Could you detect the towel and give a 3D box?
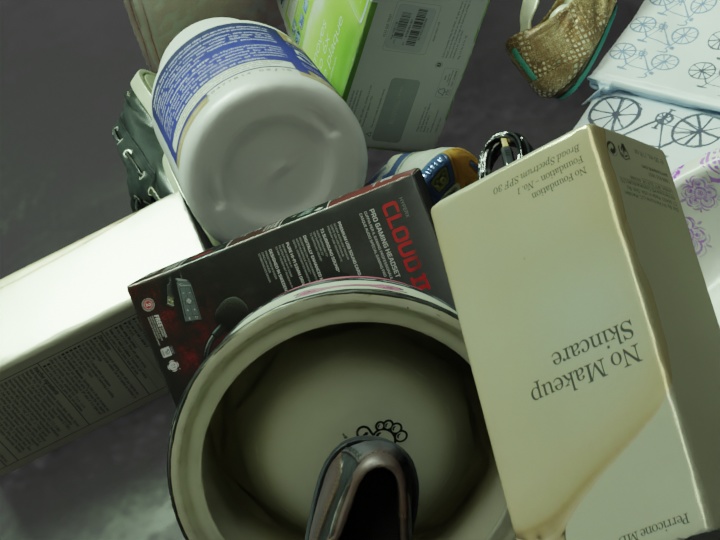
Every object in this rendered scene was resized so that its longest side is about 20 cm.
[{"bbox_3d":[-0.089,-0.238,1.299,0.200,0.191,0.032,-40,64,-14],"label":"towel"}]

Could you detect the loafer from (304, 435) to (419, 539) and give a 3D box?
[{"bbox_3d":[-0.006,0.183,0.856,0.072,0.063,0.200,6,86,-4],"label":"loafer"}]

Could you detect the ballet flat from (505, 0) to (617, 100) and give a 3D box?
[{"bbox_3d":[0.159,-0.209,1.220,0.070,0.065,0.200,-34,22,54],"label":"ballet flat"}]

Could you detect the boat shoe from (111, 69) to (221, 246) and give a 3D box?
[{"bbox_3d":[-0.139,-0.064,1.242,0.066,0.074,0.199,-48,48,19],"label":"boat shoe"}]

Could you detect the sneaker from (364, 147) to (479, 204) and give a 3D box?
[{"bbox_3d":[0.000,0.000,1.116,0.200,0.075,0.088,-45,27,-21],"label":"sneaker"}]

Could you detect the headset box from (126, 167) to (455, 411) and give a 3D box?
[{"bbox_3d":[-0.013,0.037,1.007,0.200,0.149,0.075,-21,4,6],"label":"headset box"}]

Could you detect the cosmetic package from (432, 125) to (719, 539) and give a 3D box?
[{"bbox_3d":[0.114,0.045,0.824,0.103,0.073,0.200,-29,64,33],"label":"cosmetic package"}]

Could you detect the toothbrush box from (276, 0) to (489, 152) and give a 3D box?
[{"bbox_3d":[0.011,-0.200,1.223,0.086,0.146,0.200,5,40,-19],"label":"toothbrush box"}]

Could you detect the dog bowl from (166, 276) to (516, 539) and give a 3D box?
[{"bbox_3d":[-0.003,0.091,0.931,0.200,0.200,0.074,-21,20,6],"label":"dog bowl"}]

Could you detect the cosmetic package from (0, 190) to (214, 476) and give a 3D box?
[{"bbox_3d":[-0.178,0.043,1.120,0.200,0.104,0.073,-27,51,-1],"label":"cosmetic package"}]

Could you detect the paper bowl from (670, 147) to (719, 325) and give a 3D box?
[{"bbox_3d":[0.212,0.039,0.905,0.200,0.104,0.201,-26,47,32],"label":"paper bowl"}]

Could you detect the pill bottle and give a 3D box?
[{"bbox_3d":[-0.076,-0.100,1.146,0.120,0.120,0.200,-29,28,-2],"label":"pill bottle"}]

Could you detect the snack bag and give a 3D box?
[{"bbox_3d":[0.229,-0.108,1.129,0.188,0.021,0.200,16,57,37],"label":"snack bag"}]

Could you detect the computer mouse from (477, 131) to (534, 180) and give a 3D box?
[{"bbox_3d":[0.096,-0.015,0.960,0.059,0.034,0.200,-41,39,19],"label":"computer mouse"}]
